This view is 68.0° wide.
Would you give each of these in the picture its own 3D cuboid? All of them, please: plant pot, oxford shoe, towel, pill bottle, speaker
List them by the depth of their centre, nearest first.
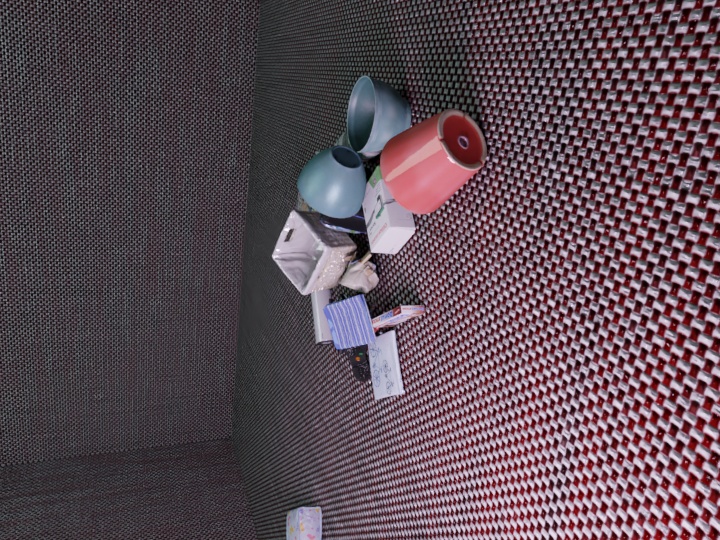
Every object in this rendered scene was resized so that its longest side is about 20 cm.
[{"bbox_3d":[0.170,-0.249,1.185,0.177,0.198,0.203,-27,65,53],"label":"plant pot"},{"bbox_3d":[0.058,-0.425,1.488,0.200,0.132,0.203,-179,90,-66],"label":"plant pot"},{"bbox_3d":[-0.063,-0.267,1.494,0.135,0.198,0.202,-57,39,45],"label":"plant pot"},{"bbox_3d":[-0.037,0.157,1.596,0.199,0.024,0.147,-21,85,51],"label":"towel"},{"bbox_3d":[-0.009,-0.391,1.670,0.200,0.112,0.115,175,95,-67],"label":"pill bottle"},{"bbox_3d":[-0.016,0.247,1.697,0.085,0.072,0.203,-110,13,-67],"label":"oxford shoe"},{"bbox_3d":[-0.139,0.174,2.012,0.081,0.080,0.203,137,129,-59],"label":"speaker"}]

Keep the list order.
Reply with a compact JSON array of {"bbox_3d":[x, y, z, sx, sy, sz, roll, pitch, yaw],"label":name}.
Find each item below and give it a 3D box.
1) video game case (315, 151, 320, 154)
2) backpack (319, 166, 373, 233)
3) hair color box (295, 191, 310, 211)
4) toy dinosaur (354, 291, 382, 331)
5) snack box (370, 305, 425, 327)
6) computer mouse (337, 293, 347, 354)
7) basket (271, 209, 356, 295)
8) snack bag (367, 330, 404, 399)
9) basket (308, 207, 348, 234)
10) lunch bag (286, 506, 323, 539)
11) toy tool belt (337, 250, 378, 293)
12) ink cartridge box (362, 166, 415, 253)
[{"bbox_3d":[-0.144,-0.369,2.096,0.200,0.023,0.184,-147,60,-63],"label":"video game case"},{"bbox_3d":[-0.043,-0.224,1.667,0.147,0.181,0.202,127,148,-58],"label":"backpack"},{"bbox_3d":[-0.211,-0.252,2.206,0.200,0.060,0.101,-129,44,-55],"label":"hair color box"},{"bbox_3d":[0.021,0.142,1.695,0.182,0.104,0.201,55,173,39],"label":"toy dinosaur"},{"bbox_3d":[0.099,0.127,1.469,0.200,0.071,0.025,144,124,-62],"label":"snack box"},{"bbox_3d":[-0.052,0.192,1.850,0.139,0.052,0.202,107,162,-55],"label":"computer mouse"},{"bbox_3d":[-0.146,-0.062,1.712,0.200,0.160,0.199,48,125,28],"label":"basket"},{"bbox_3d":[0.075,0.279,1.589,0.200,0.021,0.191,142,124,-62],"label":"snack bag"},{"bbox_3d":[-0.122,-0.150,1.890,0.199,0.138,0.179,-30,61,49],"label":"basket"},{"bbox_3d":[-0.225,1.073,2.158,0.170,0.126,0.202,128,146,-52],"label":"lunch bag"},{"bbox_3d":[0.000,0.000,1.667,0.200,0.123,0.124,-175,105,-82],"label":"toy tool belt"},{"bbox_3d":[0.074,-0.168,1.510,0.146,0.083,0.202,127,139,-56],"label":"ink cartridge box"}]
